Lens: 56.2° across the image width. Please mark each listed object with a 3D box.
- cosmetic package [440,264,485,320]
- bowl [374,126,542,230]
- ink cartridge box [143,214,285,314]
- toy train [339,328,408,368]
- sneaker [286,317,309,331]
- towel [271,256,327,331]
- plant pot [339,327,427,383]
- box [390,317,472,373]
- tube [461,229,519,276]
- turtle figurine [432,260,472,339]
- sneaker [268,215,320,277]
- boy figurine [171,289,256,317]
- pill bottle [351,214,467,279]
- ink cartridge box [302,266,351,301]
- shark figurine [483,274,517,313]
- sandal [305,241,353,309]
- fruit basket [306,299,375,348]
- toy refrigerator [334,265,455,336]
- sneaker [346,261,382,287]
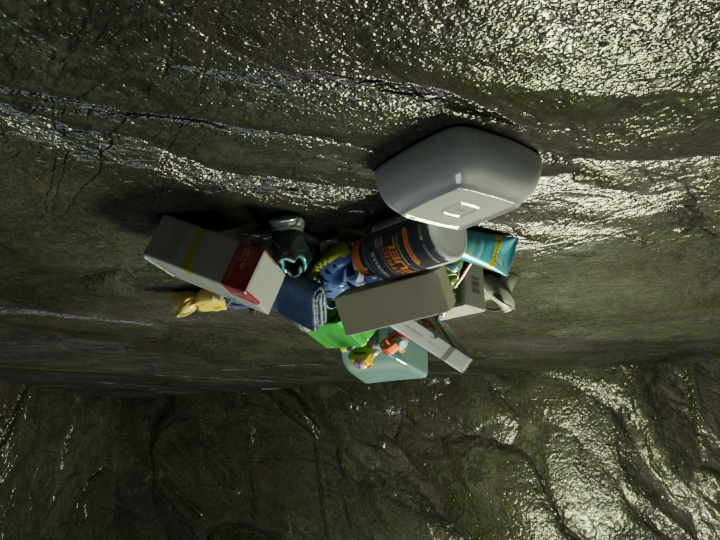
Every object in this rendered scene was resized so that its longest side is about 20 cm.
[{"bbox_3d":[0.172,0.053,1.500,0.200,0.108,0.085,-18,157,40],"label":"cosmetic package"},{"bbox_3d":[0.142,-0.120,0.977,0.199,0.075,0.199,9,161,-37],"label":"bowl"},{"bbox_3d":[-0.248,-0.010,1.169,0.199,0.084,0.145,19,167,13],"label":"ink cartridge box"},{"bbox_3d":[0.034,0.172,1.583,0.150,0.056,0.200,-38,-153,-12],"label":"toy train"},{"bbox_3d":[-0.155,0.038,1.411,0.200,0.078,0.086,34,133,-5],"label":"sneaker"},{"bbox_3d":[-0.149,0.033,1.304,0.200,0.048,0.112,27,134,29],"label":"towel"},{"bbox_3d":[0.044,0.170,1.753,0.195,0.197,0.200,-11,155,29],"label":"plant pot"},{"bbox_3d":[0.120,0.111,1.366,0.200,0.041,0.156,33,-169,-21],"label":"box"},{"bbox_3d":[0.212,-0.044,1.258,0.199,0.078,0.050,12,-167,-31],"label":"tube"},{"bbox_3d":[0.121,0.025,1.341,0.144,0.200,0.194,31,166,0],"label":"turtle figurine"},{"bbox_3d":[-0.120,-0.028,1.223,0.077,0.092,0.200,-6,164,11],"label":"sneaker"},{"bbox_3d":[-0.348,0.076,1.605,0.199,0.065,0.124,-1,166,-12],"label":"boy figurine"},{"bbox_3d":[0.076,-0.044,1.163,0.106,0.107,0.200,14,157,-42],"label":"pill bottle"},{"bbox_3d":[-0.086,0.027,1.425,0.199,0.037,0.095,26,167,11],"label":"ink cartridge box"},{"bbox_3d":[0.338,0.050,1.574,0.128,0.090,0.214,28,174,36],"label":"shark figurine"},{"bbox_3d":[-0.051,0.013,1.289,0.079,0.087,0.200,-43,177,-30],"label":"sandal"},{"bbox_3d":[-0.074,0.080,1.540,0.215,0.156,0.216,31,148,22],"label":"fruit basket"},{"bbox_3d":[0.062,0.052,1.212,0.199,0.076,0.070,-16,-172,22],"label":"toy refrigerator"},{"bbox_3d":[0.000,0.000,1.372,0.082,0.074,0.200,17,164,-12],"label":"sneaker"}]
